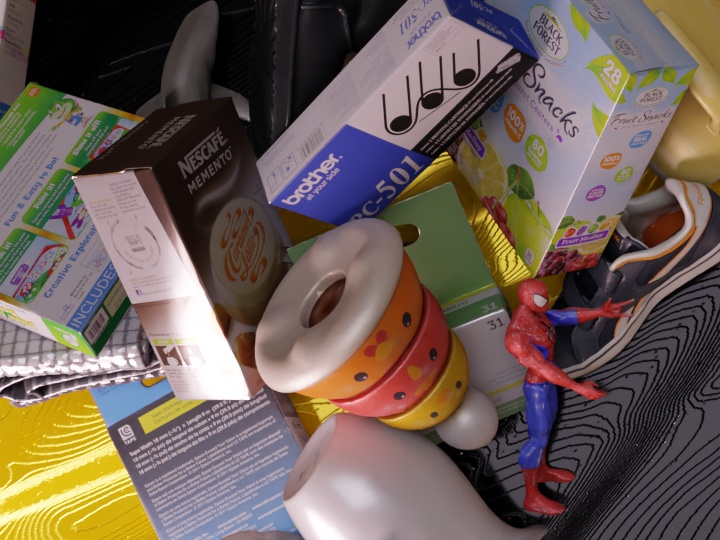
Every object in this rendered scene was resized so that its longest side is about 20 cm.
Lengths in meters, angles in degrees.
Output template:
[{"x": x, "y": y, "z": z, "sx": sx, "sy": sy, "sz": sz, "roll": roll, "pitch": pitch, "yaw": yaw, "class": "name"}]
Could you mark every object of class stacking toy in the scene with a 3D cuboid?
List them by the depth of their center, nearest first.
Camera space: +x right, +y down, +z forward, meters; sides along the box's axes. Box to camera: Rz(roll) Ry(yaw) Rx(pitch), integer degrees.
[{"x": 0.034, "y": 0.068, "z": 1.049, "sx": 0.200, "sy": 0.146, "sz": 0.146, "roll": 37, "pitch": 94, "yaw": -26, "class": "stacking toy"}]

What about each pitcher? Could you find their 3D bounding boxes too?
[{"x": 0.041, "y": 0.207, "z": 1.070, "sx": 0.200, "sy": 0.172, "sz": 0.121, "roll": 33, "pitch": 114, "yaw": -9, "class": "pitcher"}]

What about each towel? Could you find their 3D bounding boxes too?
[{"x": -0.230, "y": 0.014, "z": 1.179, "sx": 0.165, "sy": 0.086, "sz": 0.201, "roll": -8, "pitch": 55, "yaw": 10, "class": "towel"}]

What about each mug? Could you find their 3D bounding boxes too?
[{"x": 0.241, "y": -0.140, "z": 1.088, "sx": 0.153, "sy": 0.186, "sz": 0.149, "roll": 51, "pitch": 130, "yaw": 2, "class": "mug"}]

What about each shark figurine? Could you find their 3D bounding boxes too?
[{"x": -0.132, "y": -0.116, "z": 1.198, "sx": 0.128, "sy": 0.089, "sz": 0.215, "roll": -33, "pitch": 79, "yaw": 8, "class": "shark figurine"}]

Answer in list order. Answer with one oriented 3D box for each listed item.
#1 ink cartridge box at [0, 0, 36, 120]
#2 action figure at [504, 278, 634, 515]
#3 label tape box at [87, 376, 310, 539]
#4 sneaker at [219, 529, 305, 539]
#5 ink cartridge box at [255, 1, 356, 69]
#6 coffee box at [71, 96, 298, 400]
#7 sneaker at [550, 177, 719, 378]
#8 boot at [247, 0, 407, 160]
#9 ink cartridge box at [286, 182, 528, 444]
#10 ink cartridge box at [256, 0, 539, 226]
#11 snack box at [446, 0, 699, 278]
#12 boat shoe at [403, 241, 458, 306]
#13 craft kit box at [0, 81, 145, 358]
[{"x": -0.360, "y": -0.213, "z": 1.258, "sx": 0.116, "sy": 0.067, "sz": 0.201, "roll": 7, "pitch": 87, "yaw": 11, "class": "ink cartridge box"}, {"x": 0.164, "y": 0.093, "z": 1.083, "sx": 0.099, "sy": 0.065, "sz": 0.201, "roll": -1, "pitch": 120, "yaw": 20, "class": "action figure"}, {"x": -0.121, "y": 0.151, "z": 1.186, "sx": 0.144, "sy": 0.063, "sz": 0.200, "roll": -29, "pitch": 80, "yaw": 7, "class": "label tape box"}, {"x": -0.036, "y": 0.275, "z": 1.122, "sx": 0.199, "sy": 0.076, "sz": 0.105, "roll": 17, "pitch": 108, "yaw": -20, "class": "sneaker"}, {"x": -0.056, "y": -0.254, "z": 1.162, "sx": 0.086, "sy": 0.148, "sz": 0.200, "roll": -39, "pitch": 81, "yaw": 7, "class": "ink cartridge box"}, {"x": -0.120, "y": -0.015, "z": 1.070, "sx": 0.079, "sy": 0.114, "sz": 0.200, "roll": -4, "pitch": 121, "yaw": 34, "class": "coffee box"}, {"x": 0.199, "y": 0.001, "z": 1.104, "sx": 0.200, "sy": 0.079, "sz": 0.079, "roll": -45, "pitch": 40, "yaw": 19, "class": "sneaker"}, {"x": 0.002, "y": -0.171, "z": 1.047, "sx": 0.162, "sy": 0.073, "sz": 0.199, "roll": -5, "pitch": 121, "yaw": -20, "class": "boot"}, {"x": 0.046, "y": 0.046, "z": 1.113, "sx": 0.145, "sy": 0.048, "sz": 0.200, "roll": -22, "pitch": 122, "yaw": 8, "class": "ink cartridge box"}, {"x": 0.023, "y": -0.112, "z": 1.004, "sx": 0.200, "sy": 0.094, "sz": 0.044, "roll": -43, "pitch": 49, "yaw": 30, "class": "ink cartridge box"}, {"x": 0.142, "y": -0.124, "z": 1.034, "sx": 0.067, "sy": 0.200, "sz": 0.169, "roll": -10, "pitch": 50, "yaw": -28, "class": "snack box"}, {"x": 0.000, "y": 0.004, "z": 1.156, "sx": 0.202, "sy": 0.075, "sz": 0.075, "roll": -15, "pitch": 125, "yaw": 9, "class": "boat shoe"}, {"x": -0.245, "y": -0.048, "z": 1.147, "sx": 0.197, "sy": 0.049, "sz": 0.200, "roll": 21, "pitch": 64, "yaw": 23, "class": "craft kit box"}]
